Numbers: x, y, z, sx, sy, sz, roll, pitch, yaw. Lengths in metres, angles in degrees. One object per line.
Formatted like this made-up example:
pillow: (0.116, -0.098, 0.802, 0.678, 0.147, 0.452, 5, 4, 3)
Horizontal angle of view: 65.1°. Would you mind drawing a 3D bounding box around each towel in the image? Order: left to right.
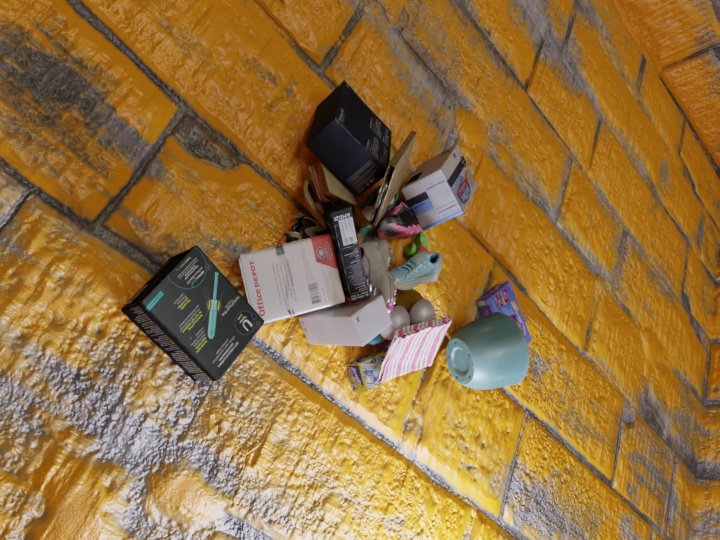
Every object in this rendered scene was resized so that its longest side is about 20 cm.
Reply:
towel: (0.132, 0.189, 1.335, 0.197, 0.030, 0.149, -8, 129, -42)

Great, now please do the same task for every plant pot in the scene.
plant pot: (0.328, 0.229, 1.531, 0.158, 0.200, 0.206, -9, 87, -27)

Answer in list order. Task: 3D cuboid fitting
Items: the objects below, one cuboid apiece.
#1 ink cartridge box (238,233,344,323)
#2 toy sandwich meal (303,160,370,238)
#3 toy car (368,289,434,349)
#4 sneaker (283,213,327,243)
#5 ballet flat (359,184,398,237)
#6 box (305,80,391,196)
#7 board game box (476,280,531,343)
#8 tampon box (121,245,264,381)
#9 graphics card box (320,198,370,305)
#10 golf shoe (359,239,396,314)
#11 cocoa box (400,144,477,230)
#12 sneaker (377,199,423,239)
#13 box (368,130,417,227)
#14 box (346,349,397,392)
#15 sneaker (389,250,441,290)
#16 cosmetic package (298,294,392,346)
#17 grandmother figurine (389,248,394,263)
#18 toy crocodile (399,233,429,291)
ink cartridge box: (-0.146, 0.017, 1.191, 0.195, 0.083, 0.150, -13, 93, -11)
toy sandwich meal: (-0.052, -0.163, 1.321, 0.204, 0.070, 0.207, 37, 28, -23)
toy car: (0.069, 0.118, 1.375, 0.197, 0.174, 0.153, -11, 125, -40)
sneaker: (-0.122, -0.038, 1.279, 0.128, 0.079, 0.204, 16, 71, -34)
ballet flat: (0.035, -0.157, 1.435, 0.068, 0.070, 0.201, 51, 55, -20)
box: (-0.022, -0.317, 1.354, 0.182, 0.103, 0.202, 42, 33, -26)
board game box: (0.440, 0.154, 1.724, 0.133, 0.044, 0.204, -29, 100, -39)
tampon box: (-0.313, 0.086, 1.066, 0.201, 0.125, 0.151, 51, 55, -20)
graphics card box: (-0.033, -0.042, 1.202, 0.050, 0.126, 0.204, -16, 107, -8)
golf shoe: (0.030, 0.016, 1.280, 0.089, 0.076, 0.203, 2, 49, -12)
cocoa box: (0.217, -0.224, 1.525, 0.133, 0.132, 0.201, 57, 34, -15)
sneaker: (0.095, -0.135, 1.459, 0.199, 0.078, 0.098, -5, 83, -62)
box: (0.079, -0.219, 1.329, 0.021, 0.166, 0.201, 24, 39, 6)
box: (0.063, 0.231, 1.388, 0.197, 0.064, 0.072, -16, 92, -41)
sneaker: (0.131, -0.011, 1.393, 0.198, 0.073, 0.084, -15, 126, -49)
cosmetic package: (-0.037, 0.109, 1.239, 0.101, 0.198, 0.073, -31, 105, -37)
grandmother figurine: (0.000, 0.000, 1.359, 0.199, 0.120, 0.062, -32, 129, -38)
toy crocodile: (0.145, -0.015, 1.504, 0.067, 0.061, 0.203, 39, 59, -27)
